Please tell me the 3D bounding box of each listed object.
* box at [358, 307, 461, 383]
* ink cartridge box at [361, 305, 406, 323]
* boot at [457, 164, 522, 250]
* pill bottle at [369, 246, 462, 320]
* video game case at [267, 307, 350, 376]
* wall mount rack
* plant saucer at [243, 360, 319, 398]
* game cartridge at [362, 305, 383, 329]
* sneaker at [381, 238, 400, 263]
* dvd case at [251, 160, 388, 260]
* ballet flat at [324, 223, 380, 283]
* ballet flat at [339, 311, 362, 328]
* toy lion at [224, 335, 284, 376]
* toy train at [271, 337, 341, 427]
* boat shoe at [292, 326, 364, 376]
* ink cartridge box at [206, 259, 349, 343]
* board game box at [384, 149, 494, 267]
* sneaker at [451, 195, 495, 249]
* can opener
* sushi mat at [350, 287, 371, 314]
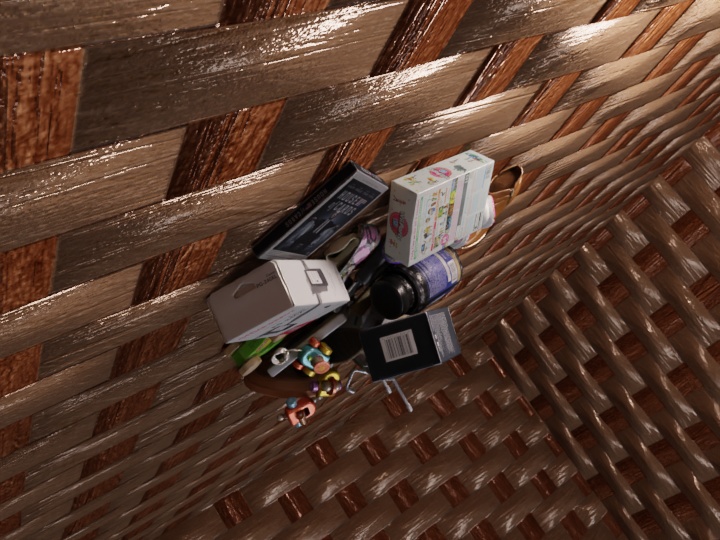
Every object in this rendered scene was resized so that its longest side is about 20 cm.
[{"bbox_3d":[0.105,0.149,1.528,0.148,0.108,0.200,-18,175,18],"label":"box"},{"bbox_3d":[0.085,0.088,1.808,0.200,0.075,0.165,-40,175,4],"label":"ink cartridge box"},{"bbox_3d":[0.267,-0.139,1.591,0.200,0.074,0.155,-49,172,-7],"label":"boot"},{"bbox_3d":[0.113,0.023,1.522,0.200,0.112,0.112,-29,164,-43],"label":"pill bottle"},{"bbox_3d":[-0.105,0.139,1.600,0.200,0.023,0.182,-38,-175,7],"label":"video game case"},{"bbox_3d":[0.028,0.239,1.640,0.200,0.173,0.075,31,-79,65],"label":"wall mount rack"},{"bbox_3d":[-0.157,0.234,1.647,0.200,0.199,0.033,-11,109,-57],"label":"plant saucer"},{"bbox_3d":[0.068,0.048,1.644,0.201,0.041,0.133,-58,178,-24],"label":"game cartridge"},{"bbox_3d":[0.108,-0.065,1.440,0.200,0.070,0.100,-39,175,-29],"label":"sneaker"},{"bbox_3d":[-0.058,-0.083,1.146,0.200,0.025,0.150,-39,165,13],"label":"dvd case"},{"bbox_3d":[-0.046,-0.011,1.330,0.071,0.069,0.200,21,118,-43],"label":"ballet flat"},{"bbox_3d":[-0.050,0.138,1.677,0.072,0.072,0.200,-25,179,-34],"label":"ballet flat"},{"bbox_3d":[-0.147,0.100,1.449,0.200,0.069,0.191,-47,169,36],"label":"toy lion"},{"bbox_3d":[-0.106,0.234,1.512,0.149,0.056,0.201,-22,126,-18],"label":"toy train"},{"bbox_3d":[-0.055,0.165,1.590,0.199,0.072,0.076,-23,172,32],"label":"boat shoe"},{"bbox_3d":[-0.130,0.048,1.222,0.145,0.084,0.200,-29,169,22],"label":"ink cartridge box"},{"bbox_3d":[0.139,-0.112,1.313,0.199,0.064,0.148,-26,136,-36],"label":"board game box"},{"bbox_3d":[0.192,-0.103,1.546,0.088,0.082,0.200,3,158,-23],"label":"sneaker"},{"bbox_3d":[0.000,0.000,1.492,0.200,0.067,0.053,-52,162,7],"label":"can opener"},{"bbox_3d":[0.001,0.089,1.813,0.095,0.012,0.200,-20,158,-48],"label":"sushi mat"}]
